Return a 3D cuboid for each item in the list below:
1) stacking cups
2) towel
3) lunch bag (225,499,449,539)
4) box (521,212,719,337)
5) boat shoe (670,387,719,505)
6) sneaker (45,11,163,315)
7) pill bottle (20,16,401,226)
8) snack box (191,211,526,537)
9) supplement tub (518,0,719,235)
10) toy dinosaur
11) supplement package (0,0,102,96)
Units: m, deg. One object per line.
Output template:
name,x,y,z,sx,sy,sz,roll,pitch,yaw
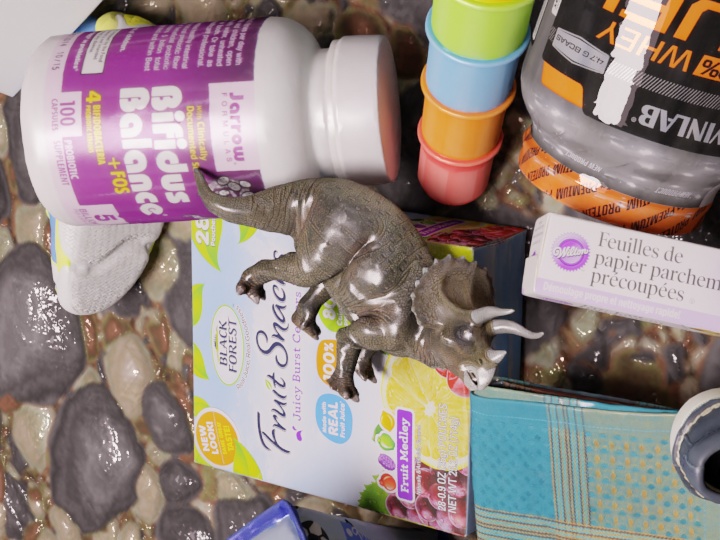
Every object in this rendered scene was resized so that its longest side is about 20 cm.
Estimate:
stacking cups,0.062,-0.110,0.733,0.060,0.060,0.200,37,152,23
towel,0.126,0.157,0.756,0.146,0.022,0.201,6,110,34
lunch bag,-0.048,0.228,0.833,0.200,0.170,0.124,-41,56,21
box,0.177,0.013,0.672,0.199,0.041,0.039,12,86,-2
boat shoe,0.242,0.090,0.651,0.199,0.062,0.075,10,103,2
sneaker,-0.179,-0.077,0.955,0.105,0.076,0.201,29,109,40
pill bottle,-0.080,-0.085,0.821,0.199,0.112,0.113,-3,100,11
snack box,-0.006,0.049,0.856,0.199,0.068,0.169,9,106,34
supplement tub,0.149,-0.126,0.671,0.122,0.122,0.201,29,117,26
toy dinosaur,0.000,0.000,0.764,0.200,0.077,0.102,45,106,18
supplement package,-0.213,-0.222,0.884,0.200,0.117,0.117,-37,50,35
